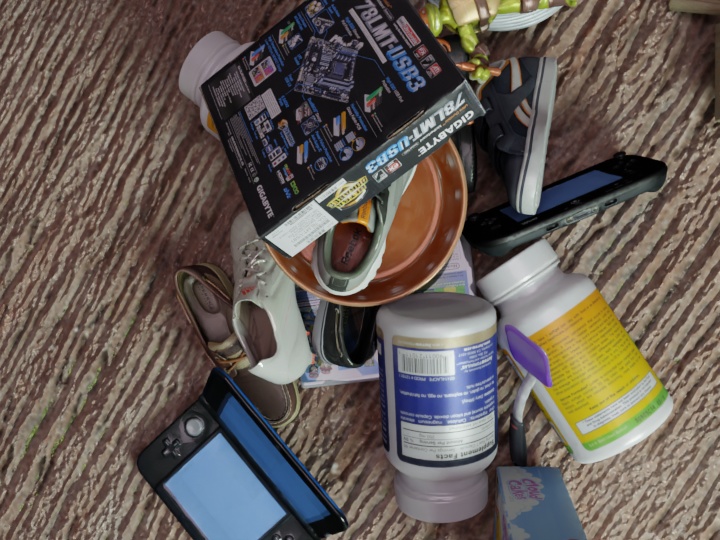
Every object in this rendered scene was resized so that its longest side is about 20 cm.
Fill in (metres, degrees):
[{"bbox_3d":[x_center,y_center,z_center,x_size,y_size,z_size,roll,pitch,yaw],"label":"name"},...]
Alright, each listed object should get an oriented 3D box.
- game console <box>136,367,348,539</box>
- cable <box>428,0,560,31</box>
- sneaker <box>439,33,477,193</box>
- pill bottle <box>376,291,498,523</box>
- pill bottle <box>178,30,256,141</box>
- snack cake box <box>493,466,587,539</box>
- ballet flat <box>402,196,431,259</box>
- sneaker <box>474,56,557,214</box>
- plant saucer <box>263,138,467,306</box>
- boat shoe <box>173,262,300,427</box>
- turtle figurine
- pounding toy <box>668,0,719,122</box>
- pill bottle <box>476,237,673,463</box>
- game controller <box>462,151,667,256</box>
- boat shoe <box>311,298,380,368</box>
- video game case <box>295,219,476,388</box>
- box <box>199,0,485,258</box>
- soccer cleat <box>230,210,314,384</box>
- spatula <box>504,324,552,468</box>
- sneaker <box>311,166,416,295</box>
[{"bbox_3d":[-0.128,0.222,0.744,0.171,0.118,0.200,-42,83,2],"label":"game console"},{"bbox_3d":[0.146,-0.358,0.771,0.198,0.069,0.202,24,89,7],"label":"cable"},{"bbox_3d":[0.066,-0.178,0.777,0.103,0.060,0.202,-4,87,12],"label":"sneaker"},{"bbox_3d":[0.076,0.130,0.713,0.114,0.116,0.202,-1,103,6],"label":"pill bottle"},{"bbox_3d":[-0.089,-0.160,0.765,0.199,0.109,0.110,37,91,6],"label":"pill bottle"},{"bbox_3d":[0.160,0.268,0.660,0.066,0.200,0.116,0,96,6],"label":"snack cake box"},{"bbox_3d":[0.043,-0.098,0.740,0.067,0.062,0.202,-11,95,-14],"label":"ballet flat"},{"bbox_3d":[0.149,-0.136,0.729,0.078,0.079,0.201,6,51,14],"label":"sneaker"},{"bbox_3d":[0.000,-0.068,0.689,0.198,0.032,0.203,0,93,-4],"label":"plant saucer"},{"bbox_3d":[-0.135,0.079,0.775,0.072,0.072,0.201,-31,85,4],"label":"boat shoe"},{"bbox_3d":[0.122,-0.254,0.709,0.160,0.064,0.202,-21,88,5],"label":"turtle figurine"},{"bbox_3d":[0.424,-0.218,0.690,0.182,0.200,0.144,2,87,-8],"label":"pounding toy"},{"bbox_3d":[0.202,0.073,0.719,0.111,0.111,0.201,-33,84,3],"label":"pill bottle"},{"bbox_3d":[0.198,-0.067,0.726,0.198,0.104,0.042,-23,98,-1],"label":"game controller"},{"bbox_3d":[0.000,0.000,0.739,0.068,0.056,0.202,7,94,-37],"label":"boat shoe"},{"bbox_3d":[0.024,0.023,0.787,0.198,0.022,0.185,-7,86,5],"label":"video game case"},{"bbox_3d":[-0.026,-0.144,0.614,0.198,0.050,0.201,-35,54,11],"label":"box"},{"bbox_3d":[-0.101,0.018,0.747,0.069,0.077,0.202,-32,62,26],"label":"soccer cleat"},{"bbox_3d":[0.155,0.129,0.704,0.020,0.201,0.056,-25,44,-23],"label":"spatula"},{"bbox_3d":[0.010,-0.075,0.635,0.073,0.079,0.202,14,90,-3],"label":"sneaker"}]
